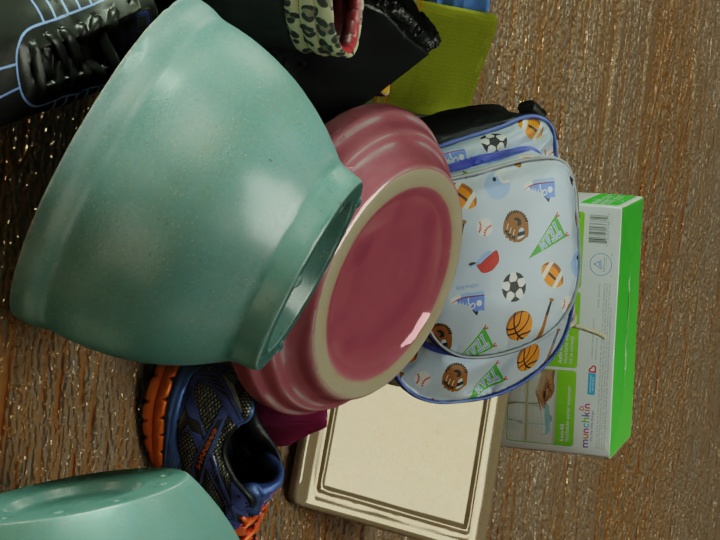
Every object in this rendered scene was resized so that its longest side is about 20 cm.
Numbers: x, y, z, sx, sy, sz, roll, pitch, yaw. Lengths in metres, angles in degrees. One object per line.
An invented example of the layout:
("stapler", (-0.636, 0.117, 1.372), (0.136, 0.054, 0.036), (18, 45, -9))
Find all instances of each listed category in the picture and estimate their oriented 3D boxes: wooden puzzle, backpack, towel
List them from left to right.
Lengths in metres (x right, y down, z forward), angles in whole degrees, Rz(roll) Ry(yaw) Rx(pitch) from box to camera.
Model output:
("wooden puzzle", (0.032, 0.104, 1.775), (0.199, 0.037, 0.187), (21, 73, -37))
("towel", (0.043, -0.151, 1.703), (0.200, 0.018, 0.087), (-2, 115, -61))
("backpack", (0.068, -0.006, 1.643), (0.154, 0.198, 0.192), (-142, -138, -63))

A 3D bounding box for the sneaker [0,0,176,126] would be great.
("sneaker", (-0.158, -0.123, 1.254), (0.200, 0.077, 0.071), (-50, 140, -57))

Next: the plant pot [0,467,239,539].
("plant pot", (-0.138, 0.194, 1.233), (0.200, 0.199, 0.162), (-21, 102, -67))

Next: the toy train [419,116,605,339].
("toy train", (0.104, -0.035, 1.756), (0.085, 0.198, 0.117), (-51, 158, -73))

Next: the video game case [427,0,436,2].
("video game case", (0.024, -0.184, 1.743), (0.183, 0.022, 0.201), (-64, 160, -46))

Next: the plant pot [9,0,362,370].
("plant pot", (-0.082, -0.028, 1.287), (0.201, 0.134, 0.200), (-59, 175, -8))

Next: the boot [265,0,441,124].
("boot", (-0.019, -0.105, 1.471), (0.198, 0.162, 0.074), (37, 18, -47))

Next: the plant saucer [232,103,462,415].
("plant saucer", (0.000, 0.000, 1.447), (0.200, 0.051, 0.202), (-36, 139, -39))

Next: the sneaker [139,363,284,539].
("sneaker", (-0.085, 0.144, 1.500), (0.075, 0.078, 0.201), (-57, 145, -50))

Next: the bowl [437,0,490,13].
("bowl", (0.079, -0.286, 1.795), (0.201, 0.039, 0.203), (180, -90, -90))

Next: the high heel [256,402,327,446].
("high heel", (-0.033, 0.064, 1.594), (0.200, 0.095, 0.068), (-52, 140, -55))

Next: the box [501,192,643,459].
("box", (0.129, 0.038, 1.898), (0.097, 0.175, 0.202), (-21, 113, -71))

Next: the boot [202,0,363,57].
("boot", (-0.077, -0.215, 1.340), (0.073, 0.152, 0.205), (-44, 135, -59))

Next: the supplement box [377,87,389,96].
("supplement box", (-0.026, -0.224, 1.564), (0.110, 0.085, 0.202), (17, 79, -68))
